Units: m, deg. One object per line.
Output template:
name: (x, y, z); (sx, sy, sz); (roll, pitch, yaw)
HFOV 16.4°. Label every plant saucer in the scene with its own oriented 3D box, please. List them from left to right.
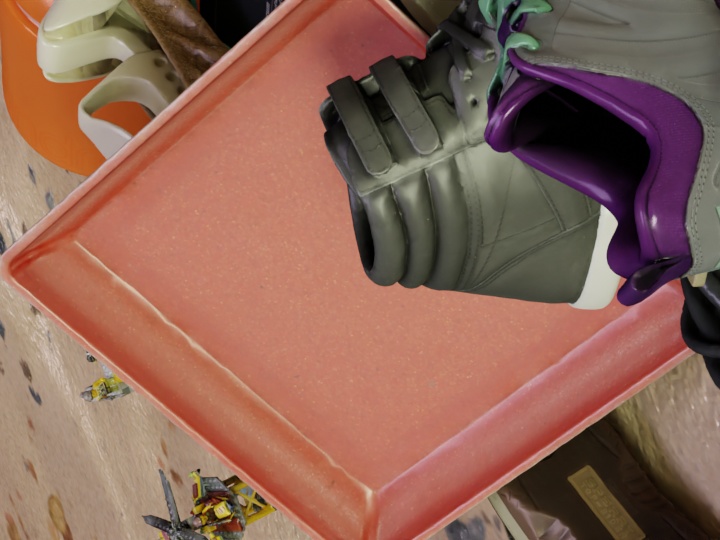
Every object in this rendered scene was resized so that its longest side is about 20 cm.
plant saucer: (0.000, 0.000, 0.935); (0.200, 0.037, 0.200); (41, 122, -16)

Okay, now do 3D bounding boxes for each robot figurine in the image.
robot figurine: (-0.112, -0.122, 1.177); (0.144, 0.117, 0.200); (56, 158, 27)

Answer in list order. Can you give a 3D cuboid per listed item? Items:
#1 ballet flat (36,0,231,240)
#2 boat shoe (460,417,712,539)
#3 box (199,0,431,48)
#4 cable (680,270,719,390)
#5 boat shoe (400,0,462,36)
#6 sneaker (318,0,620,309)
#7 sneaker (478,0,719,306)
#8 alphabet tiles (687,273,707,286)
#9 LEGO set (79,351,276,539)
ballet flat: (-0.087, -0.081, 1.017); (0.200, 0.072, 0.068); (55, 155, 31)
boat shoe: (0.109, 0.130, 0.983); (0.075, 0.075, 0.202); (79, 165, -59)
box: (-0.004, -0.069, 1.030); (0.141, 0.079, 0.200); (52, 153, 30)
cable: (0.133, -0.031, 0.788); (0.163, 0.051, 0.200); (66, 159, 12)
boat shoe: (0.015, -0.167, 0.928); (0.072, 0.070, 0.201); (114, 135, -76)
sneaker: (0.039, -0.072, 0.808); (0.071, 0.099, 0.200); (-114, 22, -57)
sneaker: (0.057, -0.079, 0.697); (0.200, 0.087, 0.074); (55, 149, 29)
alphabet tiles: (0.099, -0.100, 0.777); (0.200, 0.006, 0.167); (-109, 19, -45)
LEGO set: (-0.063, 0.058, 1.190); (0.154, 0.116, 0.200); (3, 112, 49)
